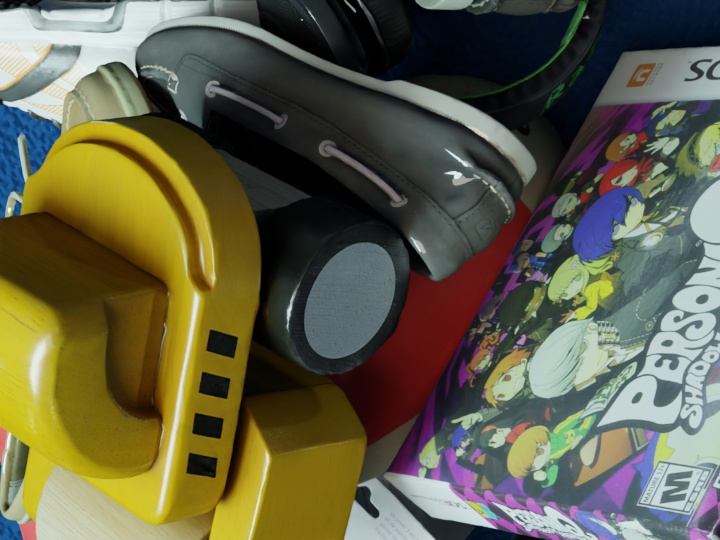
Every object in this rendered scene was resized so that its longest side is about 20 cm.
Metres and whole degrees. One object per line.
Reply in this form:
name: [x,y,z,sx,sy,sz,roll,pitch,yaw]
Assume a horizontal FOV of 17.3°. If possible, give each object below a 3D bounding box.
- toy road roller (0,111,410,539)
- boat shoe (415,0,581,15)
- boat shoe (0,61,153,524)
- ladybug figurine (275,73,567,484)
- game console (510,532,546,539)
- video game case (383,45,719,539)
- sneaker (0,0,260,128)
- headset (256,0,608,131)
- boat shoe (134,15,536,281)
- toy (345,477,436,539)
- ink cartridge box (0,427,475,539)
toy road roller: [-0.085,0.044,0.822,0.123,0.146,0.201,29,117,39]
boat shoe: [0.048,-0.190,0.873,0.072,0.060,0.202,150,121,-64]
boat shoe: [-0.112,0.015,0.954,0.062,0.073,0.201,-5,113,-21]
ladybug figurine: [0.000,0.000,0.930,0.136,0.072,0.200,32,78,28]
game console: [0.174,0.050,0.867,0.199,0.119,0.173,11,85,18]
video game case: [0.115,0.006,0.832,0.036,0.200,0.181,40,161,-28]
sneaker: [-0.123,-0.084,1.008,0.199,0.074,0.080,3,113,23]
headset: [-0.001,-0.130,0.899,0.199,0.124,0.094,22,161,9]
boat shoe: [-0.026,-0.046,0.873,0.200,0.057,0.067,19,158,42]
toy: [-0.058,0.154,0.994,0.115,0.047,0.200,45,100,5]
ink cartridge box: [-0.058,0.075,1.042,0.199,0.067,0.117,-6,106,25]
